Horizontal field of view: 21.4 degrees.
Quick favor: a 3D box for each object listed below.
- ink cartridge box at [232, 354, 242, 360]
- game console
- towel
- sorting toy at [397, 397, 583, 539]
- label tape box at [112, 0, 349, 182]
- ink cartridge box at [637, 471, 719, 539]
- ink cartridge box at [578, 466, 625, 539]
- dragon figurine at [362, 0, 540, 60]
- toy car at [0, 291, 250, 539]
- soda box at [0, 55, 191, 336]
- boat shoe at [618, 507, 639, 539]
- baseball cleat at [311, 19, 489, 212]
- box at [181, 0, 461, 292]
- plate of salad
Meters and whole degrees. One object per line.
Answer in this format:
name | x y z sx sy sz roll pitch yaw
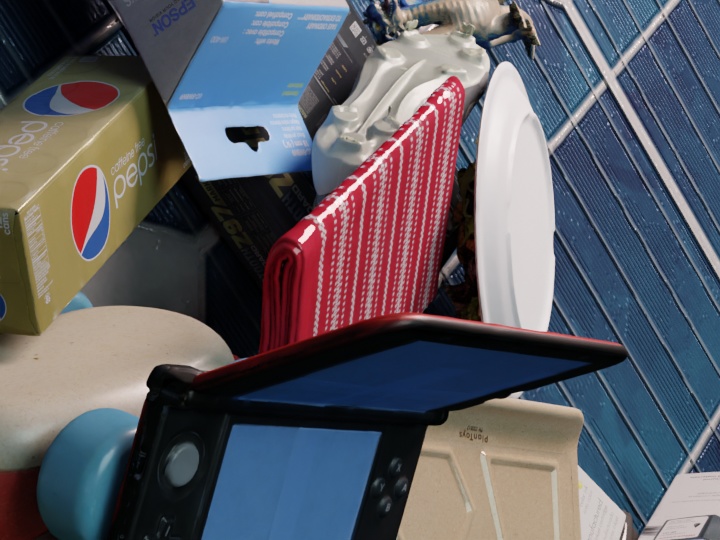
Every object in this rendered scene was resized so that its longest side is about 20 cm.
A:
ink cartridge box | -0.063 0.160 1.009 0.116 0.067 0.202 29 57 -38
game console | 0.004 0.093 0.821 0.199 0.118 0.174 10 97 -54
towel | 0.000 0.000 0.987 0.200 0.022 0.146 -47 151 -50
sorting toy | 0.059 0.170 1.066 0.184 0.036 0.202 12 76 -43
label tape box | -0.073 -0.153 1.013 0.201 0.063 0.144 62 25 8
ink cartridge box | 0.224 0.233 1.213 0.200 0.085 0.148 -39 121 -64
ink cartridge box | 0.067 0.140 1.150 0.200 0.067 0.117 45 50 -27
dragon figurine | 0.061 -0.160 1.251 0.200 0.098 0.059 -15 87 -78
toy car | -0.139 0.129 0.905 0.176 0.183 0.202 -17 118 -48
soda box | -0.151 -0.043 0.937 0.200 0.067 0.065 -57 146 -60
boat shoe | 0.146 0.236 1.201 0.057 0.067 0.201 41 47 -22
baseball cleat | 0.016 -0.070 1.100 0.200 0.069 0.107 -43 150 -54
box | -0.025 -0.064 1.139 0.201 0.051 0.158 54 45 -19
plate of salad | 0.082 -0.024 1.149 0.200 0.047 0.203 0 90 -74
